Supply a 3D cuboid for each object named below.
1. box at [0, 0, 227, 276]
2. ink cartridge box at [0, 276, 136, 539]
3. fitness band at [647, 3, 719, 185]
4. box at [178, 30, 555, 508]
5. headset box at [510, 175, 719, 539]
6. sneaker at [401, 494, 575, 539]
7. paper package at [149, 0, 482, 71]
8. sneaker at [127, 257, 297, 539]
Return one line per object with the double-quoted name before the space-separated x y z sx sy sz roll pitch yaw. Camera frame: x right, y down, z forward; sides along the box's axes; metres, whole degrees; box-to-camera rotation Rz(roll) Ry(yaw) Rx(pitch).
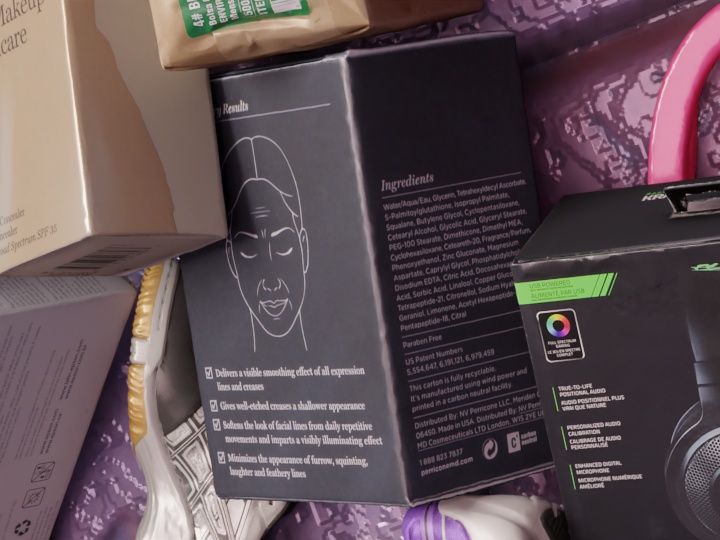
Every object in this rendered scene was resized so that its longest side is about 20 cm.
"box" -0.126 -0.104 1.148 0.095 0.077 0.202 -20 74 50
"ink cartridge box" -0.217 0.092 1.211 0.043 0.199 0.197 41 122 31
"fitness band" 0.204 -0.035 1.153 0.142 0.037 0.202 1 98 19
"box" 0.000 0.000 1.162 0.148 0.107 0.202 -3 97 51
"headset box" 0.174 0.051 1.109 0.173 0.093 0.202 -5 109 23
"sneaker" 0.065 0.172 1.177 0.083 0.081 0.201 11 134 28
"paper package" -0.033 -0.200 1.134 0.103 0.190 0.202 -10 95 20
"sneaker" -0.071 0.092 1.257 0.087 0.076 0.202 -3 96 1
